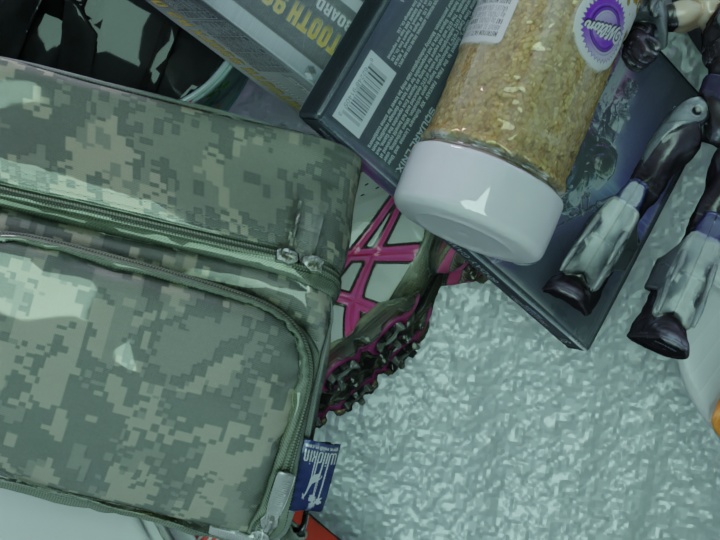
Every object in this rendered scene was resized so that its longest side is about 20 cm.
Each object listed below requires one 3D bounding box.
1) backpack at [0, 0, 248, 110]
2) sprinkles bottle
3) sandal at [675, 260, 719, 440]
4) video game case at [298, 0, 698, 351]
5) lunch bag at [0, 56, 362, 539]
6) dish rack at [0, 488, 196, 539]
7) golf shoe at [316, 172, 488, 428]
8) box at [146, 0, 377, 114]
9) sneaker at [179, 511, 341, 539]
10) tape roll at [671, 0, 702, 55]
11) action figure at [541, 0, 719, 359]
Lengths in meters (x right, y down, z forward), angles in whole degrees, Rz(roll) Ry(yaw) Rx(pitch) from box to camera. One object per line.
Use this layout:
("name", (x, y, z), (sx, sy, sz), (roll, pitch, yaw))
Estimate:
("backpack", (-0.112, -0.158, 0.768), (0.177, 0.151, 0.200), (21, 77, -1))
("sprinkles bottle", (0.081, -0.106, 0.692), (0.068, 0.068, 0.200), (22, 81, 4))
("sandal", (0.213, 0.076, 0.791), (0.079, 0.059, 0.207), (-47, 107, -9))
("video game case", (0.075, -0.073, 0.747), (0.200, 0.019, 0.143), (39, 74, -36))
("lunch bag", (-0.105, 0.019, 0.689), (0.200, 0.139, 0.168), (15, 74, -11))
("dish rack", (-0.150, 0.156, 0.717), (0.171, 0.044, 0.200), (-29, 73, -8))
("golf shoe", (0.000, 0.000, 0.805), (0.200, 0.073, 0.092), (-45, 71, -6))
("box", (-0.003, -0.151, 0.717), (0.200, 0.048, 0.159), (33, 78, -37))
("sneaker", (-0.087, 0.138, 0.774), (0.201, 0.067, 0.108), (41, 58, -3))
("tape roll", (0.248, -0.170, 0.790), (0.200, 0.066, 0.201), (0, 89, 3))
("action figure", (0.161, -0.062, 0.728), (0.130, 0.069, 0.200), (27, 86, 15))
